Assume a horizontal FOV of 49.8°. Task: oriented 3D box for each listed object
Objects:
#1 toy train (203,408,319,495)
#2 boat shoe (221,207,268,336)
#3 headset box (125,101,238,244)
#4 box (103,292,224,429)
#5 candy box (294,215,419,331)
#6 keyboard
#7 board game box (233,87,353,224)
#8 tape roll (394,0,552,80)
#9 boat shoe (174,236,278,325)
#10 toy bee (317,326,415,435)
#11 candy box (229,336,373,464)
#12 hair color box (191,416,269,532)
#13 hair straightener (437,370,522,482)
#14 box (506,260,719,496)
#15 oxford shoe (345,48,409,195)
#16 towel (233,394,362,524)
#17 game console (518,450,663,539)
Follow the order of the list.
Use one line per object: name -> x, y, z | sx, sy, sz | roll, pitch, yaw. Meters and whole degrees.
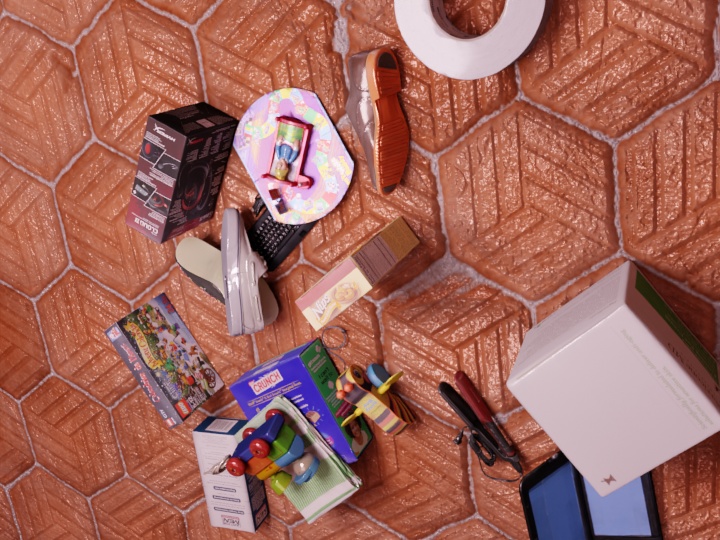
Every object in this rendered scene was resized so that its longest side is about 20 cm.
toy train -> -0.162, 0.323, 1.266 | 0.115, 0.085, 0.200 | 42, 125, -10
boat shoe -> -0.182, 0.001, 1.239 | 0.068, 0.071, 0.205 | -5, 90, -20
headset box -> -0.279, -0.144, 1.203 | 0.074, 0.149, 0.203 | 27, 118, 12
box -> -0.337, 0.154, 1.347 | 0.037, 0.137, 0.202 | -30, 96, 29
candy box -> 0.000, 0.000, 1.106 | 0.115, 0.200, 0.056 | -39, 92, 30
keyboard -> -0.128, -0.089, 1.222 | 0.104, 0.040, 0.200 | 44, 119, 2
board game box -> -0.106, -0.170, 1.159 | 0.156, 0.039, 0.203 | -29, 92, 19
tape roll -> 0.143, -0.351, 0.989 | 0.196, 0.066, 0.205 | 8, 113, 20
boat shoe -> -0.221, 0.018, 1.293 | 0.200, 0.063, 0.074 | 37, 77, -7
toy bee -> -0.002, 0.195, 1.228 | 0.197, 0.109, 0.133 | 26, 109, 6
candy box -> -0.100, 0.239, 1.311 | 0.167, 0.077, 0.202 | -25, 99, 30
hair color box -> -0.238, 0.375, 1.431 | 0.098, 0.060, 0.204 | 1, 109, 23
hair straightener -> 0.185, 0.255, 1.221 | 0.077, 0.041, 0.201 | -35, 97, 30
box -> 0.338, 0.139, 1.028 | 0.200, 0.171, 0.200 | 48, 120, 0
oxford shoe -> 0.020, -0.209, 1.105 | 0.072, 0.071, 0.205 | 9, 110, 41
towel -> -0.107, 0.316, 1.287 | 0.200, 0.023, 0.152 | 47, 123, 1
game console -> 0.344, 0.366, 1.143 | 0.173, 0.116, 0.204 | -8, 107, 26
